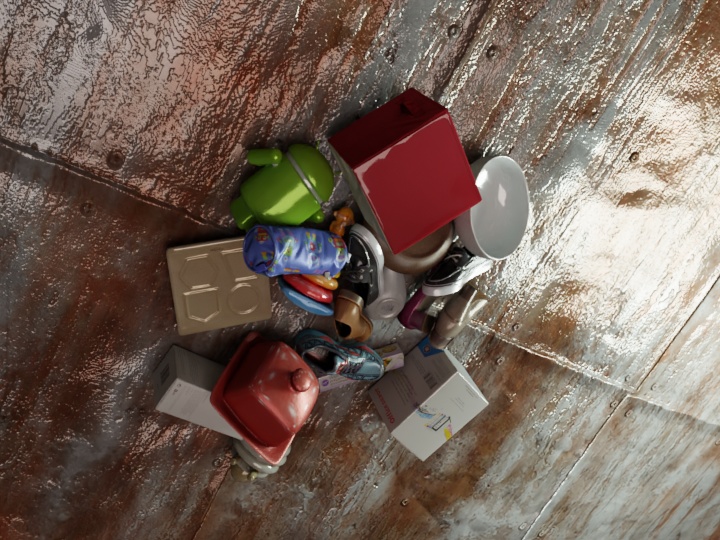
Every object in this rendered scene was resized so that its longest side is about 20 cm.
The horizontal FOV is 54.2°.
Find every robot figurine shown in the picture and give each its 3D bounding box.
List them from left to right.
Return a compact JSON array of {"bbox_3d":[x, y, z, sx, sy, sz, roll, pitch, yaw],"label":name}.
[{"bbox_3d":[-0.129,-0.136,1.221,0.198,0.116,0.176,-37,131,1],"label":"robot figurine"}]

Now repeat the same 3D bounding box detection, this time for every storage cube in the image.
[{"bbox_3d":[0.070,-0.172,1.184,0.177,0.171,0.202,-31,121,-2],"label":"storage cube"}]

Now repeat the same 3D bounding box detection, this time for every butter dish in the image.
[{"bbox_3d":[-0.151,0.225,1.335,0.146,0.201,0.201,-27,113,38],"label":"butter dish"}]

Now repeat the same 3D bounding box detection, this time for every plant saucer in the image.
[{"bbox_3d":[0.103,-0.094,1.338,0.195,0.037,0.206,-1,93,-22],"label":"plant saucer"}]

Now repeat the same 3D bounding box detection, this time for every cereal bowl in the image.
[{"bbox_3d":[0.245,-0.123,1.378,0.197,0.082,0.206,-6,98,-43],"label":"cereal bowl"}]

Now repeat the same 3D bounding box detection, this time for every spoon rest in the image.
[{"bbox_3d":[0.067,0.025,1.439,0.097,0.061,0.202,8,128,-24],"label":"spoon rest"}]

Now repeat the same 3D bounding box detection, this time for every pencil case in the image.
[{"bbox_3d":[-0.106,-0.029,1.195,0.077,0.089,0.198,-22,164,37],"label":"pencil case"}]

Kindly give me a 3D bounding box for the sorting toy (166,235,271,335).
[{"bbox_3d":[-0.261,0.024,1.315,0.180,0.037,0.204,-10,126,-16],"label":"sorting toy"}]

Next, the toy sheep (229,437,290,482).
[{"bbox_3d":[-0.203,0.358,1.469,0.137,0.138,0.201,38,95,-34],"label":"toy sheep"}]

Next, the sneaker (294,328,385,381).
[{"bbox_3d":[-0.043,0.191,1.428,0.195,0.096,0.081,17,106,-9],"label":"sneaker"}]

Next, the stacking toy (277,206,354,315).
[{"bbox_3d":[-0.068,-0.029,1.329,0.114,0.110,0.204,25,96,-16],"label":"stacking toy"}]

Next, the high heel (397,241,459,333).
[{"bbox_3d":[0.142,0.029,1.479,0.066,0.095,0.205,18,91,-40],"label":"high heel"}]

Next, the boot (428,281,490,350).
[{"bbox_3d":[0.199,0.097,1.463,0.148,0.070,0.199,-56,161,6],"label":"boot"}]

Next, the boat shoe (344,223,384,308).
[{"bbox_3d":[0.000,0.000,1.330,0.066,0.069,0.202,-47,152,-26],"label":"boat shoe"}]

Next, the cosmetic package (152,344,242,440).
[{"bbox_3d":[-0.298,0.240,1.377,0.198,0.108,0.085,32,106,-31],"label":"cosmetic package"}]

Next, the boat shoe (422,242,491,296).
[{"bbox_3d":[0.192,-0.012,1.399,0.197,0.071,0.069,-26,118,-35],"label":"boat shoe"}]

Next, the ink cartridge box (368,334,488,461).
[{"bbox_3d":[0.147,0.281,1.553,0.199,0.148,0.145,-42,125,6],"label":"ink cartridge box"}]

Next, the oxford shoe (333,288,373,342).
[{"bbox_3d":[-0.023,0.108,1.395,0.201,0.070,0.073,66,45,-63],"label":"oxford shoe"}]

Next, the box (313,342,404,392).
[{"bbox_3d":[-0.002,0.208,1.517,0.195,0.042,0.040,-15,123,-12],"label":"box"}]
